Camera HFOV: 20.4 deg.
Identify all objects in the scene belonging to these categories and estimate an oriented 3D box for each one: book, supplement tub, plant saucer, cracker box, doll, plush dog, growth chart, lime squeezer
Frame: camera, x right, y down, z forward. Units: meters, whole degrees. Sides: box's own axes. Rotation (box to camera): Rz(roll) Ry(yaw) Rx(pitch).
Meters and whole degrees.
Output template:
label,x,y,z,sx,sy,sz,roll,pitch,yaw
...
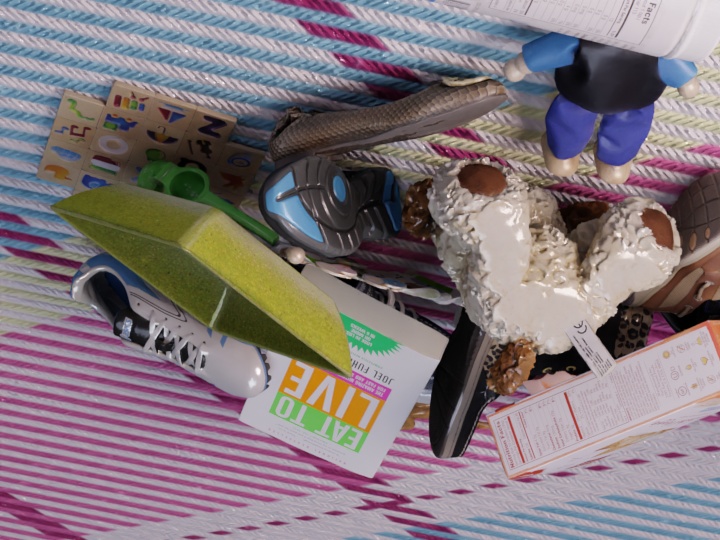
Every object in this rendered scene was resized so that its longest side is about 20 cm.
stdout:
label,x,y,z,sx,sy,sz,roll,pitch,yaw
book,-0.015,0.088,1.692,0.133,0.048,0.201,27,142,2
supplement tub,0.123,-0.208,1.196,0.198,0.133,0.132,12,150,-6
plant saucer,-0.113,-0.002,1.546,0.200,0.048,0.199,40,165,-36
cracker box,0.213,0.099,1.535,0.199,0.058,0.134,-25,167,28
doll,0.166,-0.133,1.391,0.135,0.049,0.200,8,150,1
plush dog,0.119,-0.010,1.509,0.198,0.172,0.162,12,111,-15
growth chart,0.000,0.000,1.591,0.199,0.018,0.144,15,-177,-33
lime squeezer,-0.140,-0.052,1.579,0.199,0.038,0.071,7,123,54

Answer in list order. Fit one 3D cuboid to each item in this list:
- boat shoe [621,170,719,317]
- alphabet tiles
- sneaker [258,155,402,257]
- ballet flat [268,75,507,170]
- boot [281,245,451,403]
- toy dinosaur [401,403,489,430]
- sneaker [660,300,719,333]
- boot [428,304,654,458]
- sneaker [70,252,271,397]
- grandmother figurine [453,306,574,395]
label,x,y,z,sx,sy,sz,roll,pitch,yaw
boat shoe,0.267,-0.017,1.534,0.071,0.076,0.200,23,157,-12
alphabet tiles,-0.171,-0.085,1.615,0.165,0.006,0.200,16,149,-11
sneaker,-0.037,-0.042,1.508,0.081,0.074,0.200,-9,175,22
ballet flat,0.016,-0.116,1.472,0.199,0.047,0.067,-14,172,32
boot,0.016,0.046,1.705,0.198,0.073,0.091,18,146,0
toy dinosaur,0.063,0.121,1.839,0.106,0.061,0.200,-12,143,31
sneaker,0.320,0.042,1.586,0.078,0.071,0.199,31,161,-27
boot,0.148,0.076,1.654,0.149,0.073,0.202,13,107,-18
sneaker,-0.163,0.053,1.704,0.199,0.072,0.072,32,131,20
grandmother figurine,0.149,0.081,1.746,0.121,0.061,0.200,-7,147,37
